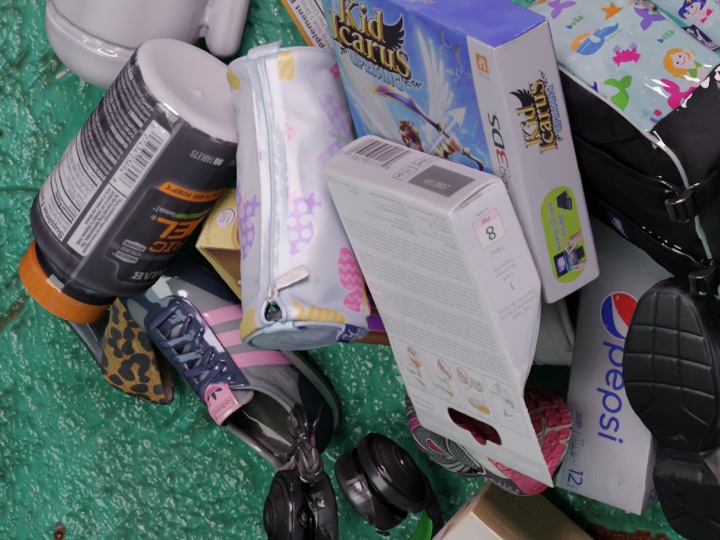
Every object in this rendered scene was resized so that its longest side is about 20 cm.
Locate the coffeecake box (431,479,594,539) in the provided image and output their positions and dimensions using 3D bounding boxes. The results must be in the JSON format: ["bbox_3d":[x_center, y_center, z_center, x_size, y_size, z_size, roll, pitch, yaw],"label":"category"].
[{"bbox_3d":[0.092,0.259,1.865,0.153,0.073,0.200,40,124,1],"label":"coffeecake box"}]

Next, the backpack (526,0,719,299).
[{"bbox_3d":[0.174,-0.100,1.638,0.200,0.151,0.178,30,160,37],"label":"backpack"}]

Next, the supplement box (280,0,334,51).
[{"bbox_3d":[0.019,-0.145,1.801,0.069,0.066,0.200,-31,87,39],"label":"supplement box"}]

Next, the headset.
[{"bbox_3d":[-0.012,0.168,1.861,0.123,0.094,0.200,-22,132,2],"label":"headset"}]

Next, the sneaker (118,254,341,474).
[{"bbox_3d":[-0.101,0.066,1.909,0.200,0.082,0.070,39,121,-5],"label":"sneaker"}]

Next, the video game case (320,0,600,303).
[{"bbox_3d":[0.057,-0.095,1.643,0.200,0.045,0.182,32,143,50],"label":"video game case"}]

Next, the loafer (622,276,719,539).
[{"bbox_3d":[0.218,0.081,1.707,0.073,0.072,0.200,13,132,32],"label":"loafer"}]

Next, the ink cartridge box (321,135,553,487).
[{"bbox_3d":[0.061,0.022,1.663,0.162,0.057,0.200,22,143,57],"label":"ink cartridge box"}]

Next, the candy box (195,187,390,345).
[{"bbox_3d":[0.000,0.000,1.831,0.200,0.057,0.117,4,149,31],"label":"candy box"}]

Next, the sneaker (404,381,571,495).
[{"bbox_3d":[0.087,0.110,1.795,0.200,0.080,0.075,-137,43,-67],"label":"sneaker"}]

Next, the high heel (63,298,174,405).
[{"bbox_3d":[-0.140,0.006,1.963,0.143,0.071,0.200,49,125,-2],"label":"high heel"}]

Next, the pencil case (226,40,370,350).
[{"bbox_3d":[-0.044,-0.045,1.740,0.083,0.091,0.201,-14,72,36],"label":"pencil case"}]

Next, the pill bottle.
[{"bbox_3d":[-0.159,-0.055,1.844,0.106,0.106,0.200,45,119,13],"label":"pill bottle"}]

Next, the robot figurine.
[{"bbox_3d":[-0.155,-0.209,1.863,0.169,0.113,0.200,26,118,10],"label":"robot figurine"}]

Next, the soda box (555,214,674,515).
[{"bbox_3d":[0.183,0.055,1.759,0.068,0.063,0.201,17,114,29],"label":"soda box"}]

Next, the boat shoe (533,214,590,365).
[{"bbox_3d":[0.128,-0.031,1.771,0.065,0.074,0.201,6,119,27],"label":"boat shoe"}]
